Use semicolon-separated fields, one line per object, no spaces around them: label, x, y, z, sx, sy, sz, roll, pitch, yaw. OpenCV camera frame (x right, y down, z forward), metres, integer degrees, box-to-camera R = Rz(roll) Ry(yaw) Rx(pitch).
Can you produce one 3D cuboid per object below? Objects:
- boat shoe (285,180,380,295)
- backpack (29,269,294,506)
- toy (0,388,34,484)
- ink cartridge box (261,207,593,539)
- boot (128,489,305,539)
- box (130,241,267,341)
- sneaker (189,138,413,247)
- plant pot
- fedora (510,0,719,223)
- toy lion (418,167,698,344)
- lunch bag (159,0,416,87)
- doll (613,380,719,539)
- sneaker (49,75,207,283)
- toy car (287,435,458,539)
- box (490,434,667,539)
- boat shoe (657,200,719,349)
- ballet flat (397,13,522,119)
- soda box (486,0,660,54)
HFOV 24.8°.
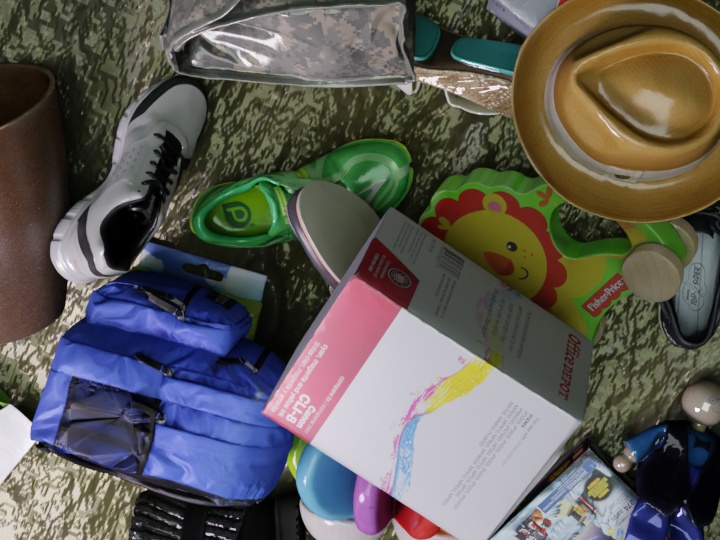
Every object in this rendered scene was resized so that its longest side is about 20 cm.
boat shoe;0.000;0.000;1.368;0.200;0.062;0.071;44;63;-32
backpack;-0.146;0.099;1.343;0.199;0.163;0.168;20;102;2
toy;-0.389;0.181;1.498;0.115;0.047;0.200;40;101;-1
ink cartridge box;0.057;0.082;1.251;0.200;0.145;0.145;33;114;-2
boot;-0.127;0.297;1.454;0.157;0.079;0.212;-2;68;3
box;-0.163;0.087;1.450;0.121;0.048;0.201;16;106;2
sneaker;-0.049;-0.055;1.382;0.199;0.084;0.074;-17;101;9
plant pot;-0.319;-0.045;1.379;0.186;0.187;0.201;-9;117;8
fedora;0.214;-0.131;1.241;0.200;0.082;0.202;0;87;2
toy lion;0.147;-0.016;1.353;0.192;0.069;0.200;41;132;-3
lunch bag;-0.057;-0.236;1.289;0.199;0.165;0.118;-2;148;7
doll;0.277;0.192;1.402;0.136;0.048;0.201;16;81;-14
sneaker;-0.175;-0.073;1.358;0.074;0.080;0.201;37;71;-33
toy car;0.031;0.170;1.395;0.199;0.150;0.176;8;105;4
box;0.179;0.263;1.459;0.137;0.040;0.200;43;104;-6
boat shoe;0.275;-0.028;1.362;0.074;0.066;0.200;6;104;6
ballet flat;0.064;-0.167;1.350;0.199;0.071;0.065;21;136;13
soda box;0.199;-0.181;1.318;0.200;0.063;0.068;38;89;3
